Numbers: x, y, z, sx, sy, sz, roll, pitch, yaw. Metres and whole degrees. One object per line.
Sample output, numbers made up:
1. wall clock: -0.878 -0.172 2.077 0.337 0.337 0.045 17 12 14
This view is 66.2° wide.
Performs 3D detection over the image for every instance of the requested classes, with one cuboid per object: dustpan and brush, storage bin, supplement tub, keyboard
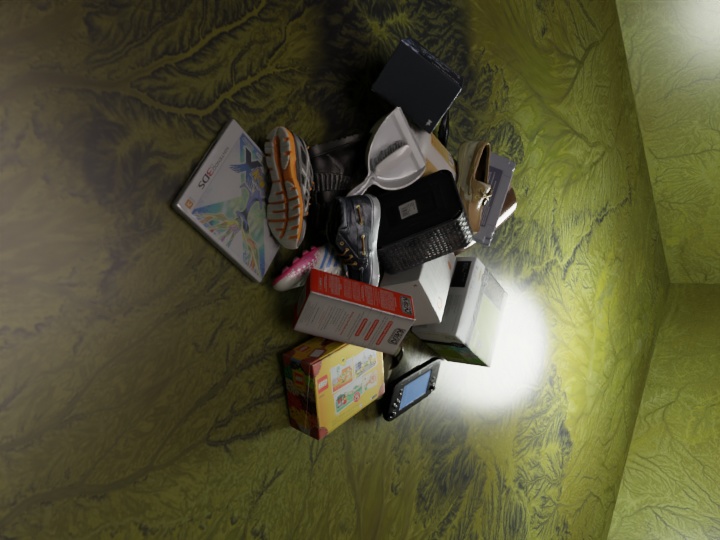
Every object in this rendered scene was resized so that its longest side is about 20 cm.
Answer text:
1. dustpan and brush: 0.037 -0.191 1.036 0.199 0.057 0.141 -38 121 -6
2. storage bin: 0.115 -0.097 1.119 0.094 0.196 0.138 54 21 -49
3. supplement tub: 0.113 -0.231 1.186 0.199 0.142 0.148 34 65 -43
4. keyboard: 0.184 -0.312 1.299 0.200 0.039 0.107 12 87 -80

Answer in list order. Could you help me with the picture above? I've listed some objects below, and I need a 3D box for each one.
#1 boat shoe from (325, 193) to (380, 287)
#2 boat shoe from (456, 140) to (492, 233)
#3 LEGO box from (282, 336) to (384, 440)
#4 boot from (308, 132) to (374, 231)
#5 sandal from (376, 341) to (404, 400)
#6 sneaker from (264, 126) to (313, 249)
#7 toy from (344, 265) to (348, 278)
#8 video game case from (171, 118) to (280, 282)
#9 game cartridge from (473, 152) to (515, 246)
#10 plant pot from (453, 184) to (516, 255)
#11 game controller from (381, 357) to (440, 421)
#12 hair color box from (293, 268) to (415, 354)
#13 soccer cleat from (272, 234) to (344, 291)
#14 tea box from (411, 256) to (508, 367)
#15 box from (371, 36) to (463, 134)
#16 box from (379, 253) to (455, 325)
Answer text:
1. boat shoe: -0.019 -0.035 0.998 0.089 0.070 0.206 -5 102 -36
2. boat shoe: 0.245 -0.177 1.180 0.073 0.065 0.206 -2 92 -48
3. LEGO box: -0.044 0.196 1.044 0.198 0.076 0.153 -23 115 -46
4. boot: -0.028 -0.171 1.070 0.208 0.079 0.162 -23 101 -36
5. sandal: 0.066 0.181 1.199 0.079 0.056 0.206 30 68 -45
6. sneaker: -0.113 -0.139 0.948 0.077 0.077 0.206 -5 95 -57
7. toy: 0.000 0.000 1.130 0.116 0.046 0.202 54 53 -36
8. video game case: -0.194 -0.113 0.924 0.200 0.022 0.185 48 56 -38
9. game cartridge: 0.260 -0.172 1.249 0.130 0.041 0.204 21 82 -3
10. plant pot: 0.245 -0.133 1.336 0.200 0.185 0.189 -46 124 -21
11. game controller: 0.119 0.266 1.258 0.198 0.042 0.106 -19 134 -48
12. hair color box: -0.012 0.076 0.984 0.196 0.103 0.062 17 38 -17
13. soccer cleat: -0.075 -0.003 1.015 0.087 0.069 0.199 54 47 -4
14. tea box: 0.248 0.102 1.353 0.196 0.132 0.204 40 61 -40
15. box: 0.121 -0.382 1.125 0.147 0.108 0.201 35 26 -6
16. box: 0.130 0.003 1.212 0.126 0.096 0.202 58 37 -32
